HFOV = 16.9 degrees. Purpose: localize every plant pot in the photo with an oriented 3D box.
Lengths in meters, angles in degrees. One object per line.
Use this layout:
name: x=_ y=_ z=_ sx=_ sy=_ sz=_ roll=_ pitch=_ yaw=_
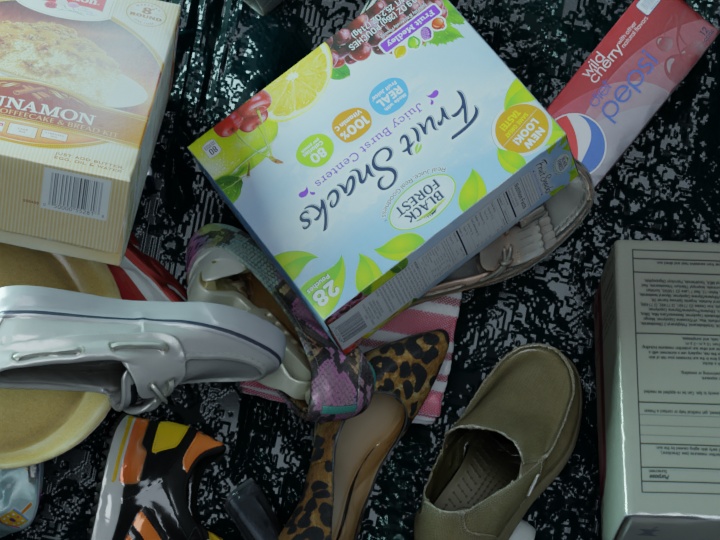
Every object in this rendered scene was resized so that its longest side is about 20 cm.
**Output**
plant pot: x=-0.245 y=0.036 z=1.539 sx=0.199 sy=0.027 sz=0.202 roll=13 pitch=60 yaw=-22

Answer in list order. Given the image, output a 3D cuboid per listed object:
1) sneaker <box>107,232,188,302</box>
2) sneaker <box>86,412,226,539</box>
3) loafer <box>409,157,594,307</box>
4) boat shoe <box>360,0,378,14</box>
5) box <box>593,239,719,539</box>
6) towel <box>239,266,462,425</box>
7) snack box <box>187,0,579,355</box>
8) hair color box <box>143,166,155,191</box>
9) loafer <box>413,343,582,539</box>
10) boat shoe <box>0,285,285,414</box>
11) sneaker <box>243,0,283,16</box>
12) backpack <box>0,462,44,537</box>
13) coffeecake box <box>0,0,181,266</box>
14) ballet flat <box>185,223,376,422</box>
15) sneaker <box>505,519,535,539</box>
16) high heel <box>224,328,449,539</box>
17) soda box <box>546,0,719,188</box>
sneaker: x=-0.195 y=0.019 z=1.643 sx=0.115 sy=0.078 sz=0.200 roll=-40 pitch=111 yaw=4
sneaker: x=-0.141 y=0.201 z=1.651 sx=0.089 sy=0.070 sz=0.202 roll=7 pitch=80 yaw=3
loafer: x=0.067 y=-0.016 z=1.627 sx=0.199 sy=0.063 sz=0.072 roll=-25 pitch=95 yaw=6
boat shoe: x=0.008 y=-0.109 z=1.702 sx=0.073 sy=0.060 sz=0.201 roll=21 pitch=83 yaw=-3
box: x=0.227 y=0.092 z=1.631 sx=0.127 sy=0.109 sz=0.202 roll=3 pitch=65 yaw=-3
towel: x=0.000 y=0.000 z=1.680 sx=0.145 sy=0.030 sz=0.202 roll=9 pitch=98 yaw=1
snack box: x=0.015 y=-0.072 z=1.596 sx=0.199 sy=0.068 sz=0.169 roll=-37 pitch=63 yaw=-3
hair color box: x=-0.252 y=-0.074 z=1.690 sx=0.198 sy=0.061 sz=0.101 roll=-20 pitch=84 yaw=-4
loafer: x=0.096 y=0.121 z=1.637 sx=0.075 sy=0.068 sz=0.201 roll=17 pitch=53 yaw=17
boat shoe: x=-0.143 y=0.056 z=1.521 sx=0.198 sy=0.072 sz=0.066 roll=10 pitch=61 yaw=-21
sneaker: x=-0.089 y=-0.285 z=1.716 sx=0.106 sy=0.075 sz=0.200 roll=-37 pitch=86 yaw=-8
backpack: x=-0.287 y=0.091 z=1.613 sx=0.152 sy=0.176 sz=0.202 roll=-2 pitch=81 yaw=-19
coffeecake box: x=-0.208 y=-0.105 z=1.573 sx=0.152 sy=0.073 sz=0.201 roll=11 pitch=39 yaw=-2
ballet flat: x=-0.071 y=0.033 z=1.622 sx=0.200 sy=0.071 sz=0.070 roll=43 pitch=123 yaw=33
sneaker: x=0.007 y=0.211 z=1.648 sx=0.146 sy=0.081 sz=0.200 roll=41 pitch=88 yaw=0
high heel: x=0.009 y=0.136 z=1.607 sx=0.200 sy=0.143 sz=0.071 roll=-44 pitch=127 yaw=2
soda box: x=0.164 y=-0.105 z=1.702 sx=0.063 sy=0.070 sz=0.200 roll=40 pitch=83 yaw=3
